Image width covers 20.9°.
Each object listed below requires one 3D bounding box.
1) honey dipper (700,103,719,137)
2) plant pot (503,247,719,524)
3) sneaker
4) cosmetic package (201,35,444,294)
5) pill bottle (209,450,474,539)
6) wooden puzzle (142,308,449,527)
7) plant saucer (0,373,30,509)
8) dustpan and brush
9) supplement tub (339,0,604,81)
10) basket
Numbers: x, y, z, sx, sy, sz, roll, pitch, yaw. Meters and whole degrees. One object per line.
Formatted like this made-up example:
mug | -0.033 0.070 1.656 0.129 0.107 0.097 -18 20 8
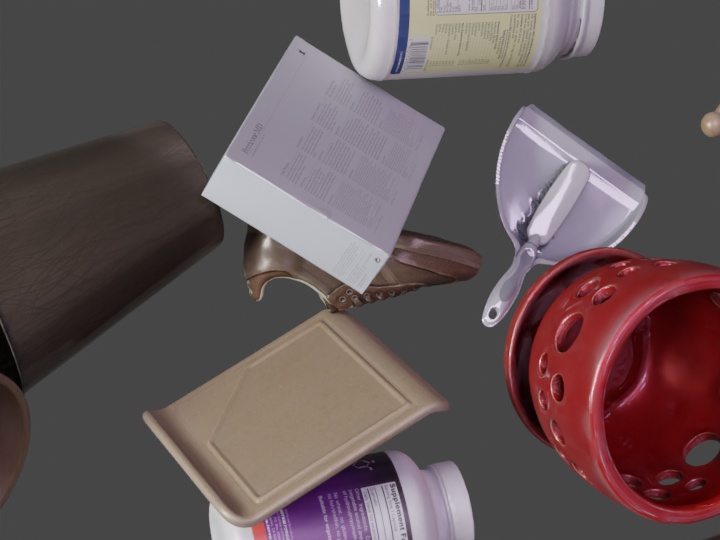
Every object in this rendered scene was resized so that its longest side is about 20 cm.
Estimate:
honey dipper | 0.364 -0.199 1.743 0.038 0.038 0.201 35 79 -4
plant pot | 0.226 0.085 1.574 0.199 0.182 0.202 -4 100 -23
sneaker | 0.000 0.000 1.627 0.198 0.070 0.076 9 95 -5
cosmetic package | -0.026 -0.089 1.579 0.150 0.052 0.200 33 37 -6
pill bottle | -0.015 0.208 1.557 0.198 0.112 0.114 -10 83 -14
wooden puzzle | -0.052 0.116 1.546 0.199 0.185 0.037 -27 124 -16
plant saucer | -0.333 0.156 1.474 0.029 0.200 0.200 33 73 29
dustpan and brush | 0.152 -0.033 1.657 0.139 0.057 0.201 34 76 -5
supplement tub | 0.091 -0.235 1.634 0.198 0.145 0.146 -4 82 -13
basket | -0.220 -0.027 1.543 0.199 0.136 0.182 -29 112 -19
